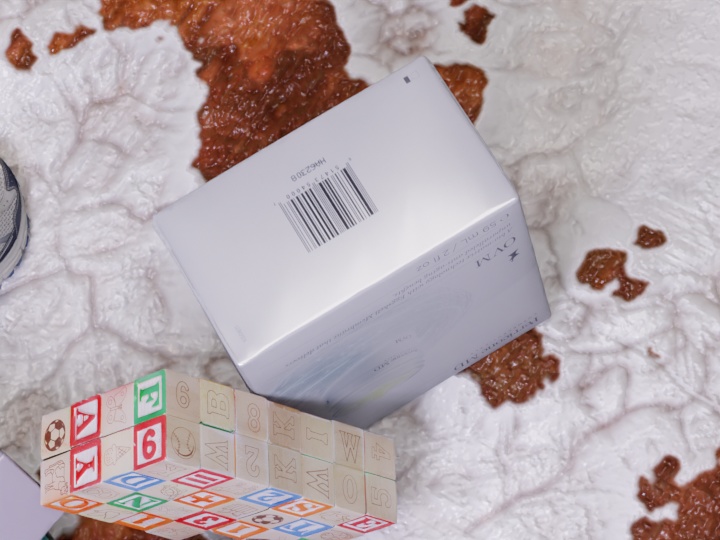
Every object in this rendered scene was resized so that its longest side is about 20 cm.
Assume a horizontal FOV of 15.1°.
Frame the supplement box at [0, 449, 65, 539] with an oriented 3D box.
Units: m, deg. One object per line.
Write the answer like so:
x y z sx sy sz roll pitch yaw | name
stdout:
-0.275 0.153 1.721 0.109 0.061 0.200 -50 27 -11 | supplement box

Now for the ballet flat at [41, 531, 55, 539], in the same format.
-0.188 0.225 1.730 0.067 0.064 0.200 -25 52 -28 | ballet flat

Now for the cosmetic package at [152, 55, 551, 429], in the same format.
0.000 0.000 1.716 0.199 0.200 0.123 -31 67 -3 | cosmetic package

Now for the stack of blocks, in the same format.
-0.086 0.125 1.682 0.115 0.200 0.059 -22 60 39 | stack of blocks

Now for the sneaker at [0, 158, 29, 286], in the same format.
-0.283 -0.013 1.825 0.077 0.085 0.200 9 51 14 | sneaker
